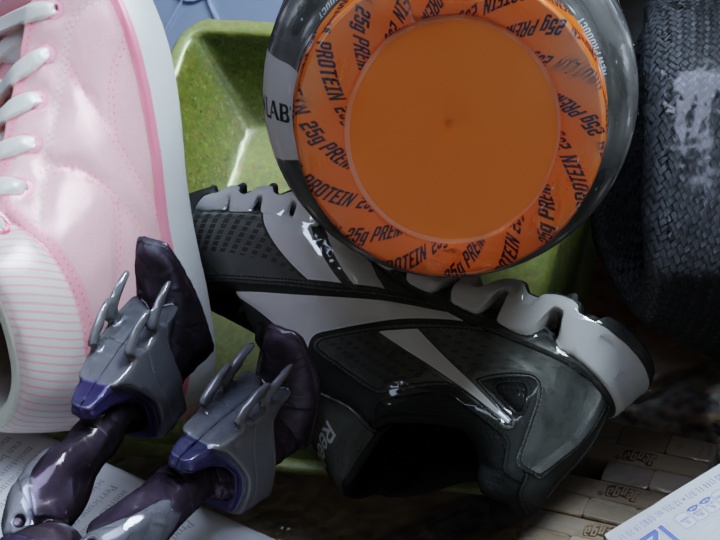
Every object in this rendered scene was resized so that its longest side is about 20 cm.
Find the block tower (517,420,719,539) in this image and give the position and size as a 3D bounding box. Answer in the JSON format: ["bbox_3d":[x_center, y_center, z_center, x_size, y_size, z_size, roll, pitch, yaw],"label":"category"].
[{"bbox_3d":[0.069,0.130,0.865,0.058,0.054,0.200,10,40,19],"label":"block tower"}]

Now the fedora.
[{"bbox_3d":[0.132,-0.034,0.893,0.091,0.201,0.201,10,38,-5],"label":"fedora"}]

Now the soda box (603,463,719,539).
[{"bbox_3d":[0.164,0.079,0.802,0.199,0.068,0.063,-26,49,-29],"label":"soda box"}]

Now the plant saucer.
[{"bbox_3d":[0.000,0.000,0.994,0.199,0.048,0.200,5,60,21],"label":"plant saucer"}]

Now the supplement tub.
[{"bbox_3d":[0.031,-0.071,0.871,0.122,0.123,0.200,-2,15,3],"label":"supplement tub"}]

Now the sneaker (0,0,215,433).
[{"bbox_3d":[-0.120,-0.037,0.902,0.104,0.201,0.075,-10,-4,-42],"label":"sneaker"}]

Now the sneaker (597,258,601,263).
[{"bbox_3d":[0.078,-0.019,1.059,0.115,0.078,0.200,-30,43,-3],"label":"sneaker"}]

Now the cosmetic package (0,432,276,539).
[{"bbox_3d":[-0.119,0.117,0.885,0.199,0.071,0.101,21,46,29],"label":"cosmetic package"}]

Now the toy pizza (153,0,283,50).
[{"bbox_3d":[-0.065,-0.126,1.151,0.199,0.032,0.201,-13,65,29],"label":"toy pizza"}]

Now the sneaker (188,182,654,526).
[{"bbox_3d":[-0.003,0.031,0.903,0.199,0.067,0.091,20,65,27],"label":"sneaker"}]

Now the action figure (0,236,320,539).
[{"bbox_3d":[-0.095,0.084,0.814,0.130,0.070,0.200,24,51,18],"label":"action figure"}]

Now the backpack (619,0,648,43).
[{"bbox_3d":[0.067,-0.192,1.205,0.199,0.151,0.178,9,41,24],"label":"backpack"}]
